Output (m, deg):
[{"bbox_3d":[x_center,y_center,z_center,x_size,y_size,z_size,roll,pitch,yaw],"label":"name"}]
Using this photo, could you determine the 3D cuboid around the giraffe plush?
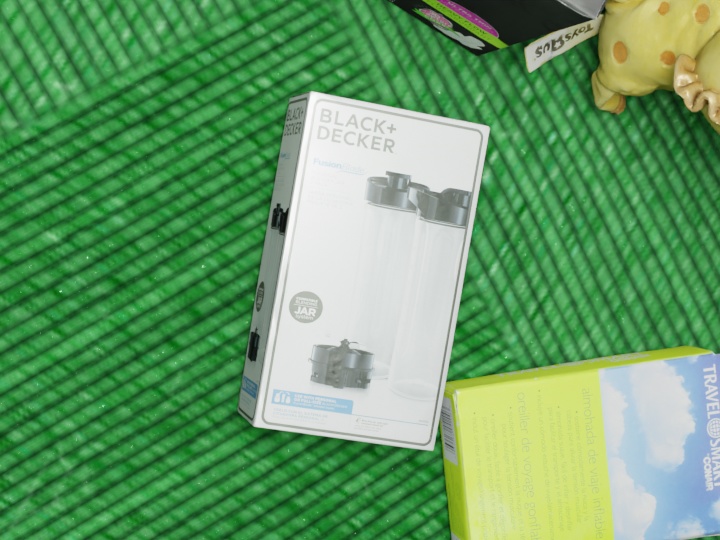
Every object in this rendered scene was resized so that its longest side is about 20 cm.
[{"bbox_3d":[0.221,-0.140,0.815,0.200,0.162,0.173,-41,139,-3],"label":"giraffe plush"}]

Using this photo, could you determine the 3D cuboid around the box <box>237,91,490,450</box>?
[{"bbox_3d":[0.000,0.000,0.852,0.117,0.060,0.200,11,90,-14],"label":"box"}]

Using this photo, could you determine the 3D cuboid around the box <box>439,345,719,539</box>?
[{"bbox_3d":[0.154,0.118,0.900,0.200,0.048,0.122,-7,95,-13],"label":"box"}]

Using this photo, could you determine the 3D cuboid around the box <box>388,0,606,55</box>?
[{"bbox_3d":[0.065,-0.215,0.785,0.148,0.200,0.124,29,86,-13],"label":"box"}]
